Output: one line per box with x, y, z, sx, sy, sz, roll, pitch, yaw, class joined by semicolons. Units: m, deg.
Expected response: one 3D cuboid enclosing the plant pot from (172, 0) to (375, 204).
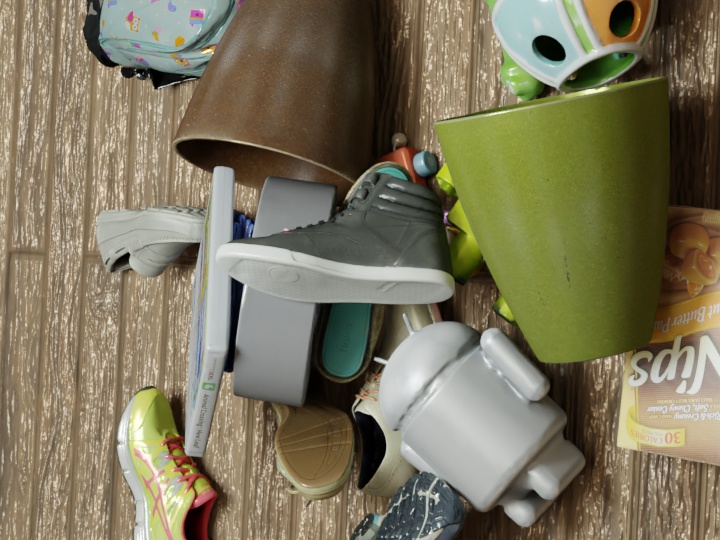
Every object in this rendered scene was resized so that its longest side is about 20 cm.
-0.060;-0.186;1.621;0.185;0.186;0.202;7;79;37;plant pot

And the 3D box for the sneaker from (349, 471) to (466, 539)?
0.055;0.239;1.534;0.200;0.086;0.078;-43;20;59;sneaker

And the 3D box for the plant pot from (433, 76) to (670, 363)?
0.165;-0.035;1.377;0.186;0.186;0.202;-7;97;37;plant pot

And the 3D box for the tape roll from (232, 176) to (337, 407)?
-0.067;0.018;1.577;0.065;0.200;0.203;10;95;0;tape roll

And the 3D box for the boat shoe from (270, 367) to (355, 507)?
-0.043;0.158;1.603;0.200;0.072;0.063;-107;8;-64;boat shoe

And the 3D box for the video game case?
-0.138;0.039;1.608;0.183;0.022;0.202;107;166;-53;video game case

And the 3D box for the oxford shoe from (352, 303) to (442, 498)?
0.033;0.106;1.577;0.071;0.073;0.203;-6;83;60;oxford shoe

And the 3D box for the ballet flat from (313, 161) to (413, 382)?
0.000;0.000;1.570;0.070;0.070;0.202;16;93;37;ballet flat

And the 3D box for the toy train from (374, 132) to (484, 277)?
0.085;-0.069;1.565;0.199;0.055;0.152;-16;79;37;toy train

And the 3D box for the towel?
-0.124;0.015;1.671;0.200;0.024;0.147;-153;69;-80;towel

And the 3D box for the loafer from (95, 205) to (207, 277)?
-0.204;-0.029;1.767;0.199;0.069;0.071;-2;89;56;loafer

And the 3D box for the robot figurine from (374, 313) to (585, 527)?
0.096;0.124;1.494;0.200;0.113;0.170;43;125;10;robot figurine

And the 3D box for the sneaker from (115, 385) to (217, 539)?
-0.183;0.213;1.757;0.089;0.078;0.202;-13;86;28;sneaker

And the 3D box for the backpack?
-0.174;-0.260;1.731;0.198;0.126;0.169;15;94;34;backpack

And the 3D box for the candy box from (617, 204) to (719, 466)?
0.277;0.051;1.410;0.115;0.055;0.203;7;91;40;candy box

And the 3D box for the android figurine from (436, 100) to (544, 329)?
0.156;-0.057;1.477;0.181;0.041;0.201;35;87;9;android figurine

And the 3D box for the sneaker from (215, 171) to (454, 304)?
-0.019;-0.031;1.458;0.197;0.071;0.100;4;65;-1;sneaker

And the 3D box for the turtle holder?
0.163;-0.216;1.458;0.184;0.140;0.133;-27;73;32;turtle holder
